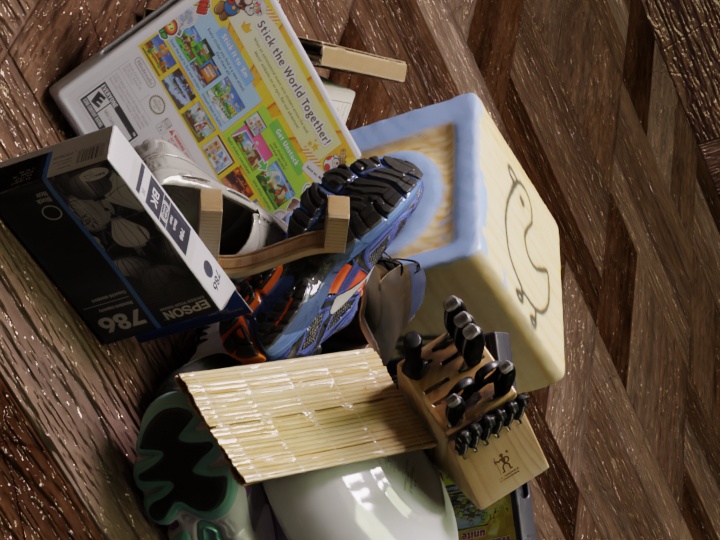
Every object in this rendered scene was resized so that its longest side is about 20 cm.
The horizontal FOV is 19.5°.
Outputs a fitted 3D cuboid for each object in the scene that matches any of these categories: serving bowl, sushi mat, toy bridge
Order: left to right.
[{"bbox_3d":[-0.109,-0.026,1.500,0.027,0.199,0.067,-96,-170,-47],"label":"toy bridge"},{"bbox_3d":[-0.037,0.102,1.494,0.200,0.012,0.096,-6,56,-46],"label":"sushi mat"},{"bbox_3d":[0.011,0.164,1.560,0.200,0.066,0.200,43,25,-26],"label":"serving bowl"}]

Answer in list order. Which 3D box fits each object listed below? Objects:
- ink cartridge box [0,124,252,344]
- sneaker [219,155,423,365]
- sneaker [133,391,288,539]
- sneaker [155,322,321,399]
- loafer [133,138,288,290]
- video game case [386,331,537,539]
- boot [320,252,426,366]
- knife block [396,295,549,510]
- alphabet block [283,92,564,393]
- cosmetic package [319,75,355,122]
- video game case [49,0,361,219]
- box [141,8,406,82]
[{"bbox_3d":[-0.163,-0.009,1.453,0.200,0.099,0.039,54,28,-40],"label":"ink cartridge box"},{"bbox_3d":[-0.024,-0.003,1.562,0.075,0.200,0.078,37,-9,35],"label":"sneaker"},{"bbox_3d":[-0.101,0.152,1.540,0.140,0.077,0.201,-70,148,-60],"label":"sneaker"},{"bbox_3d":[-0.108,0.069,1.605,0.080,0.074,0.200,47,23,9],"label":"sneaker"},{"bbox_3d":[-0.098,-0.023,1.566,0.200,0.070,0.070,35,10,-34],"label":"loafer"},{"bbox_3d":[0.051,0.159,1.723,0.025,0.199,0.182,8,71,-49],"label":"video game case"},{"bbox_3d":[0.000,0.000,1.687,0.097,0.074,0.201,-49,148,-35],"label":"boot"},{"bbox_3d":[0.065,0.079,1.556,0.176,0.064,0.200,64,-10,-25],"label":"knife block"},{"bbox_3d":[0.057,-0.005,1.884,0.200,0.196,0.196,53,31,-44],"label":"alphabet block"},{"bbox_3d":[-0.086,-0.119,1.716,0.106,0.071,0.200,-68,160,7],"label":"cosmetic package"},{"bbox_3d":[-0.113,-0.111,1.585,0.023,0.182,0.200,33,-22,55],"label":"video game case"},{"bbox_3d":[-0.069,-0.187,1.757,0.200,0.163,0.021,-3,105,-69],"label":"box"}]
